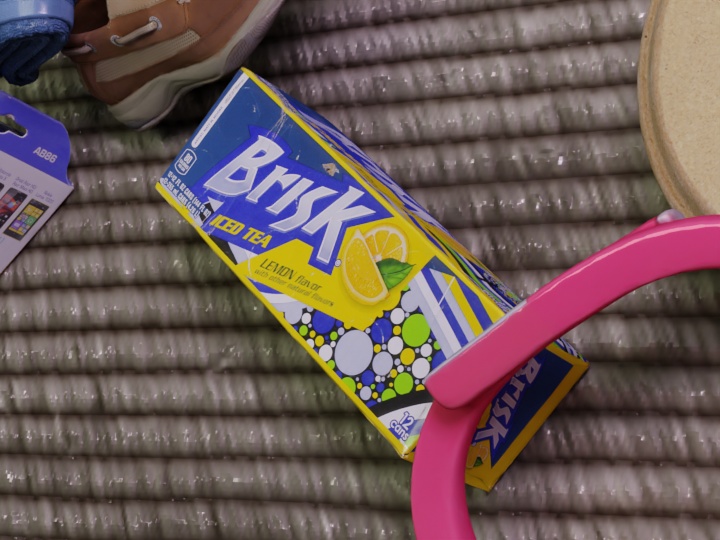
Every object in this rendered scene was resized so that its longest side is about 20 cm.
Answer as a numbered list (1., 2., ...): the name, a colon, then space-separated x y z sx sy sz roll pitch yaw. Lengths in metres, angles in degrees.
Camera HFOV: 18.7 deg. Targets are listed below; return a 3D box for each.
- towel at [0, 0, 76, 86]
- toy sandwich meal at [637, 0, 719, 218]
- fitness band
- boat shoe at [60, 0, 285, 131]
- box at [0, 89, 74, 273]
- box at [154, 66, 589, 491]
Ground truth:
1. towel: -0.162 -0.193 1.014 0.112 0.048 0.202 153 118 -65
2. toy sandwich meal: 0.192 -0.080 0.790 0.204 0.070 0.207 -6 77 29
3. fitness band: 0.104 0.066 0.775 0.200 0.037 0.144 -36 86 24
4. boat shoe: -0.081 -0.125 0.968 0.200 0.072 0.076 -33 27 51
5. box: -0.232 -0.016 1.058 0.200 0.119 0.042 -49 49 11
6. box: 0.000 0.000 0.905 0.070 0.064 0.200 -52 50 8
